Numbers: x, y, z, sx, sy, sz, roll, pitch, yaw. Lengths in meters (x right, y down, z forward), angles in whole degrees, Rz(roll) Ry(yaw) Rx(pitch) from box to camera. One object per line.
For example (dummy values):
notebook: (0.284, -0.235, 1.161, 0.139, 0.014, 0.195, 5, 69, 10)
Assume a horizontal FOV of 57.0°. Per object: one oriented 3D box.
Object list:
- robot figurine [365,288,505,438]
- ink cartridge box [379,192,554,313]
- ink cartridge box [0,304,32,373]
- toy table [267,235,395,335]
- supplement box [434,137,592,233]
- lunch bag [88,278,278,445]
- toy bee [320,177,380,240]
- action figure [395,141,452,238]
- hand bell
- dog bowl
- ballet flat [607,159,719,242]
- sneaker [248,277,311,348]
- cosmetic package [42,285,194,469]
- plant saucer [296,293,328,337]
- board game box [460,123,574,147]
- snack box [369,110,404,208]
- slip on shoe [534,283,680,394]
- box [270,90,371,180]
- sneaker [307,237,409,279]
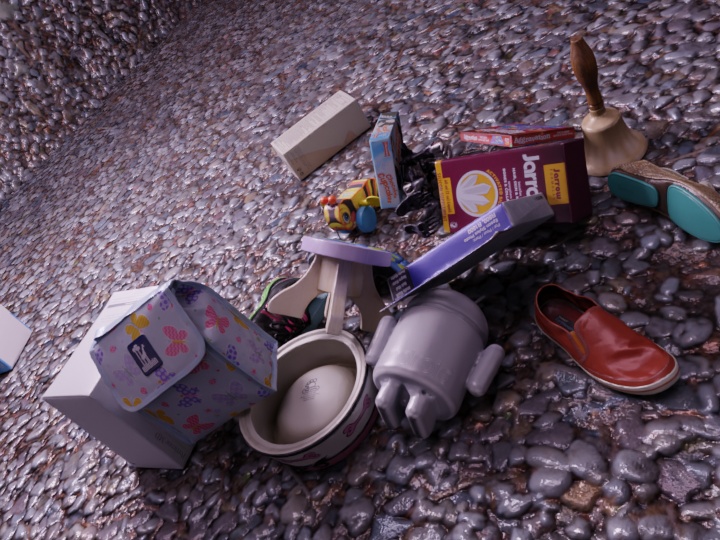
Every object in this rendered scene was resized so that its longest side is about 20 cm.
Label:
robot figurine: (0.090, 0.104, 0.825, 0.169, 0.113, 0.200, 14, 56, 24)
ink cartridge box: (0.132, -0.027, 0.858, 0.199, 0.041, 0.200, -36, -9, 33)
ink cartridge box: (-0.896, 0.176, 1.528, 0.200, 0.129, 0.125, -22, 38, 19)
toy table: (-0.030, 0.019, 0.931, 0.183, 0.200, 0.118, 12, 93, 7)
supplement box: (0.218, -0.120, 0.958, 0.200, 0.111, 0.086, -2, 11, 38)
lunch bag: (-0.236, 0.119, 0.882, 0.169, 0.200, 0.127, -33, 31, 19)
toy bee: (-0.017, -0.106, 1.157, 0.131, 0.109, 0.200, -17, 39, 21)
action figure: (0.112, -0.140, 1.072, 0.102, 0.119, 0.200, -15, 34, 22)
hand bell: (0.335, -0.243, 0.948, 0.104, 0.200, 0.104, -21, 39, 18)
dog bowl: (-0.062, 0.178, 0.899, 0.200, 0.074, 0.200, -23, 37, 18)
ballet flat: (0.406, -0.099, 0.846, 0.065, 0.071, 0.200, -26, 38, -12)
sneaker: (-0.123, 0.079, 1.029, 0.084, 0.077, 0.200, -17, 41, 29)
cosmetic package: (-0.327, 0.166, 1.016, 0.123, 0.200, 0.200, -8, 44, 35)
plant saucer: (-0.106, 0.096, 1.075, 0.070, 0.019, 0.200, 5, 51, 41)
board game box: (0.245, -0.219, 1.064, 0.103, 0.020, 0.200, -12, 16, -11)
snack box: (0.051, -0.196, 1.147, 0.037, 0.117, 0.200, -7, 25, 11)
slip on shoe: (0.270, 0.075, 0.759, 0.074, 0.061, 0.200, -38, 37, -8)
box: (-0.087, -0.298, 1.455, 0.200, 0.078, 0.095, -37, 36, -3)
sneaker: (-0.001, 0.000, 1.061, 0.199, 0.071, 0.083, 12, 93, 30)
